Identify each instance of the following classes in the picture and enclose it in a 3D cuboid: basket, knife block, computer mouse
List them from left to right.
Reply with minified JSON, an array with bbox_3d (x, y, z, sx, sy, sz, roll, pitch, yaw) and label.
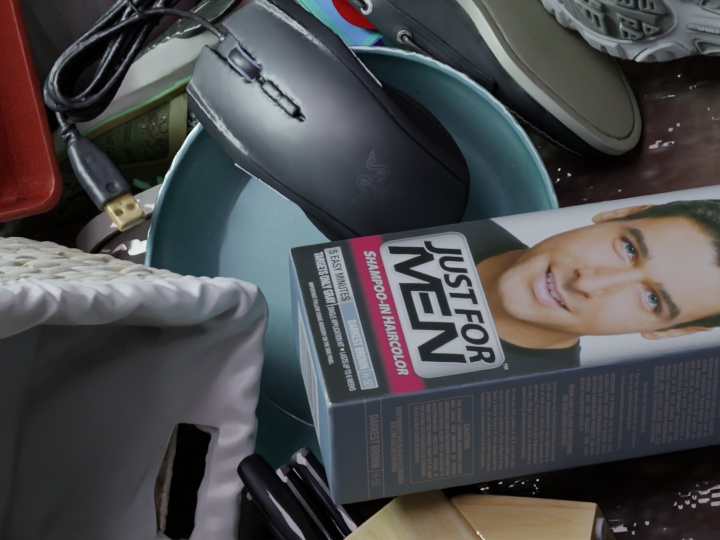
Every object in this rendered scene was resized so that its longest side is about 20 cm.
[{"bbox_3d":[-0.168,0.087,1.141,0.160,0.199,0.200,18,104,44],"label":"basket"},{"bbox_3d":[-0.056,-0.060,1.171,0.140,0.046,0.200,-45,74,7],"label":"computer mouse"},{"bbox_3d":[0.016,0.146,1.084,0.174,0.064,0.201,1,61,21],"label":"knife block"}]

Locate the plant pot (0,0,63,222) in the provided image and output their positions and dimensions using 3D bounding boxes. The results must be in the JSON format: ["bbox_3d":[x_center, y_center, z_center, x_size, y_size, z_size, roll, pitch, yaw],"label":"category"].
[{"bbox_3d":[-0.286,-0.099,1.247,0.176,0.199,0.201,-7,96,57],"label":"plant pot"}]

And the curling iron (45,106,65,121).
[{"bbox_3d":[-0.119,-0.091,1.378,0.199,0.025,0.050,3,97,38],"label":"curling iron"}]

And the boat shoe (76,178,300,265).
[{"bbox_3d":[-0.040,-0.029,1.260,0.199,0.072,0.060,-25,70,9],"label":"boat shoe"}]

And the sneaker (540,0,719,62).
[{"bbox_3d":[0.162,-0.143,1.183,0.199,0.078,0.100,22,55,11],"label":"sneaker"}]

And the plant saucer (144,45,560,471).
[{"bbox_3d":[0.000,0.000,1.191,0.199,0.036,0.201,-2,85,18],"label":"plant saucer"}]

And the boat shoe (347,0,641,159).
[{"bbox_3d":[0.041,-0.114,1.207,0.066,0.199,0.075,-41,16,38],"label":"boat shoe"}]

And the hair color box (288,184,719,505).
[{"bbox_3d":[0.076,0.028,1.080,0.199,0.061,0.099,-8,42,-7],"label":"hair color box"}]

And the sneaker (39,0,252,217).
[{"bbox_3d":[-0.098,-0.061,1.311,0.200,0.089,0.077,-34,8,44],"label":"sneaker"}]

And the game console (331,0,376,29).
[{"bbox_3d":[0.066,-0.215,1.283,0.199,0.031,0.178,-21,48,19],"label":"game console"}]

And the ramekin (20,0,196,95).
[{"bbox_3d":[-0.170,-0.168,1.391,0.201,0.095,0.203,-20,33,14],"label":"ramekin"}]

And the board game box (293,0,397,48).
[{"bbox_3d":[0.044,-0.198,1.332,0.200,0.045,0.152,-41,48,2],"label":"board game box"}]
